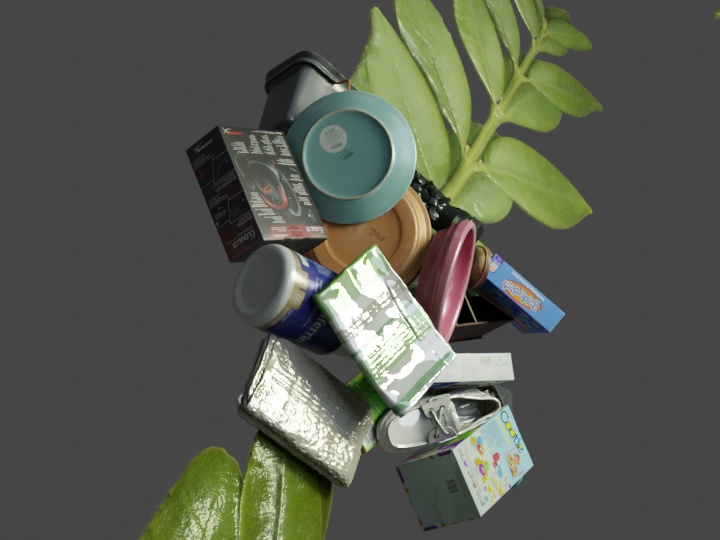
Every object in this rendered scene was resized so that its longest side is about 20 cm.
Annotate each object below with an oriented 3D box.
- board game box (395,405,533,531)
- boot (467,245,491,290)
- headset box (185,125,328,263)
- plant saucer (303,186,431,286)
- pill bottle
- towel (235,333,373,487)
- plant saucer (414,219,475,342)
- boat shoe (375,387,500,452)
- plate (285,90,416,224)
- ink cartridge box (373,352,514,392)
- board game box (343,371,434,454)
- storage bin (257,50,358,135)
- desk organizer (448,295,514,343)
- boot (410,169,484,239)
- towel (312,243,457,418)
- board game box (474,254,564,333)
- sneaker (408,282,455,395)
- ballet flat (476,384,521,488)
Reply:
[{"bbox_3d":[0.156,0.289,1.655,0.200,0.103,0.105,-22,89,-57],"label":"board game box"},{"bbox_3d":[0.149,-0.012,1.843,0.075,0.200,0.074,14,86,-20],"label":"boot"},{"bbox_3d":[-0.142,-0.098,1.590,0.148,0.075,0.200,-5,68,-55],"label":"headset box"},{"bbox_3d":[0.005,-0.053,1.654,0.032,0.200,0.201,65,3,-77],"label":"plant saucer"},{"bbox_3d":[-0.067,0.050,1.536,0.200,0.116,0.116,27,45,-41],"label":"pill bottle"},{"bbox_3d":[-0.071,0.185,1.481,0.200,0.034,0.133,41,46,-22],"label":"towel"},{"bbox_3d":[0.122,0.019,1.674,0.051,0.201,0.201,15,32,13],"label":"plant saucer"},{"bbox_3d":[0.115,0.209,1.602,0.200,0.069,0.071,-16,95,-33],"label":"boat shoe"},{"bbox_3d":[-0.018,-0.168,1.644,0.201,0.200,0.026,64,3,8],"label":"plate"},{"bbox_3d":[0.122,0.148,1.638,0.200,0.094,0.044,3,75,-41],"label":"ink cartridge box"},{"bbox_3d":[0.033,0.183,1.632,0.200,0.030,0.096,-29,89,-49],"label":"board game box"},{"bbox_3d":[-0.061,-0.222,1.759,0.200,0.145,0.135,40,47,-28],"label":"storage bin"},{"bbox_3d":[0.169,0.074,1.878,0.200,0.077,0.072,-2,66,-55],"label":"desk organizer"},{"bbox_3d":[0.133,-0.098,1.957,0.162,0.073,0.198,38,-5,10],"label":"boot"},{"bbox_3d":[0.037,0.078,1.507,0.200,0.031,0.149,55,46,-8],"label":"towel"},{"bbox_3d":[0.255,0.043,1.916,0.152,0.045,0.200,41,-5,0],"label":"board game box"},{"bbox_3d":[0.078,0.117,1.740,0.115,0.075,0.201,-2,67,-39],"label":"sneaker"},{"bbox_3d":[0.215,0.257,1.803,0.073,0.073,0.200,38,32,-30],"label":"ballet flat"}]
